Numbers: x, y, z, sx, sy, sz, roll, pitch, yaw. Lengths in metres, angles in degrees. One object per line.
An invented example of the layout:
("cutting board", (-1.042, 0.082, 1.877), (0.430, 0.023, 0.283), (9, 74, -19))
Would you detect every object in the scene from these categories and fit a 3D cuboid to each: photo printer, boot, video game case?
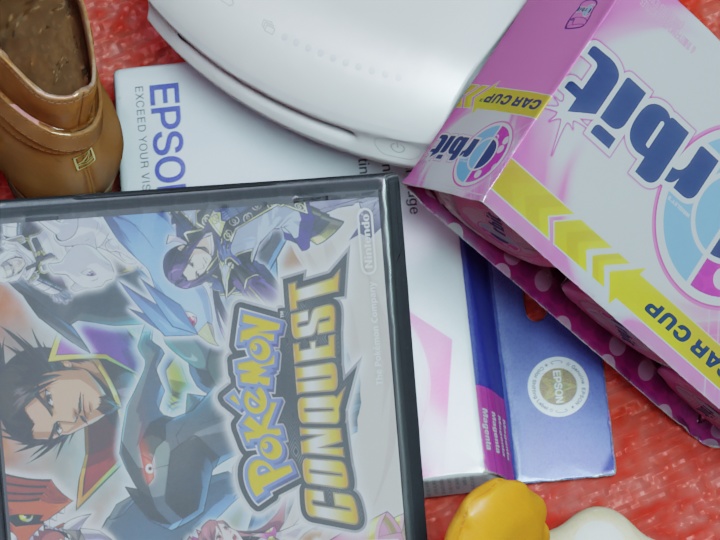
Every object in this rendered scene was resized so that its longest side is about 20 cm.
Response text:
("photo printer", (0.017, -0.139, 1.203), (0.166, 0.070, 0.200), (29, 63, 20))
("boot", (-0.159, -0.118, 1.188), (0.074, 0.155, 0.200), (-34, 77, -14))
("video game case", (-0.066, 0.066, 1.148), (0.180, 0.025, 0.201), (-3, 94, 15))

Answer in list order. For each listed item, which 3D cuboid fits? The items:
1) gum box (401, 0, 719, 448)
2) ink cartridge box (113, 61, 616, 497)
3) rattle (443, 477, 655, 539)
("gum box", (0.129, -0.019, 1.147), (0.200, 0.066, 0.114), (40, 78, -27))
("ink cartridge box", (0.000, 0.000, 1.209), (0.199, 0.043, 0.197), (-7, 74, 2))
("rattle", (0.115, 0.179, 1.107), (0.130, 0.143, 0.200), (-21, 67, -22))
